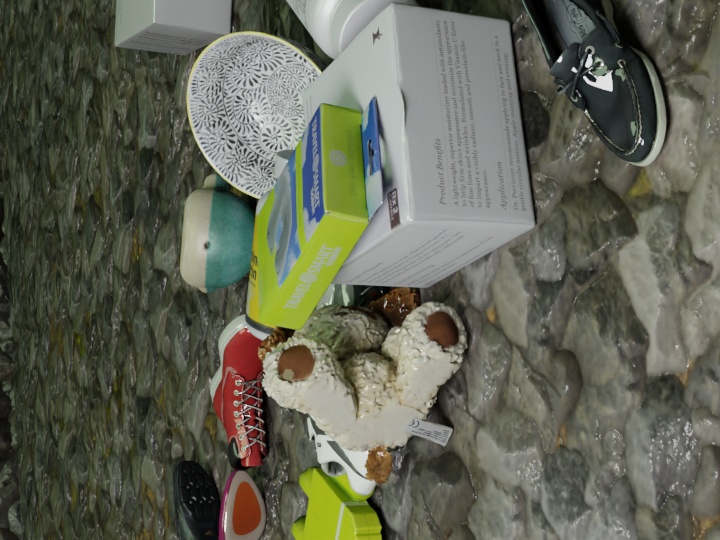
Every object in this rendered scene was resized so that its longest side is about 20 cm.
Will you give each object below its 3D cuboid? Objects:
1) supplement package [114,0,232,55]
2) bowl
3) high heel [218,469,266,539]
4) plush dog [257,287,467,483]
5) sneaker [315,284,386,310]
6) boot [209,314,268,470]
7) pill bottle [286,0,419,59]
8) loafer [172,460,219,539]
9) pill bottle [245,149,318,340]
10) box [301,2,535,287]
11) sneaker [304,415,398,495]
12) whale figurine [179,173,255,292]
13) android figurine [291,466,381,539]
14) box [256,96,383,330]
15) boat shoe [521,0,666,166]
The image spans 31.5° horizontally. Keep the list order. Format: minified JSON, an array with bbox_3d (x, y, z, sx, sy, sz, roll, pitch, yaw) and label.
[{"bbox_3d":[-0.274,-0.394,1.859,0.199,0.118,0.123,-2,86,63],"label":"supplement package"},{"bbox_3d":[-0.091,-0.190,1.466,0.198,0.094,0.203,13,121,21],"label":"bowl"},{"bbox_3d":[-0.170,0.350,1.642,0.096,0.067,0.203,6,96,53],"label":"high heel"},{"bbox_3d":[-0.005,0.095,1.243,0.172,0.197,0.162,-118,18,-54],"label":"plush dog"},{"bbox_3d":[0.000,0.000,1.340,0.079,0.073,0.203,22,113,50],"label":"sneaker"},{"bbox_3d":[-0.136,0.159,1.596,0.201,0.071,0.146,110,149,-48],"label":"boot"},{"bbox_3d":[-0.011,-0.285,1.324,0.201,0.112,0.114,59,138,48],"label":"pill bottle"},{"bbox_3d":[-0.226,0.360,1.759,0.070,0.067,0.202,-48,49,39],"label":"loafer"},{"bbox_3d":[-0.064,-0.025,1.405,0.112,0.111,0.203,35,121,59],"label":"pill bottle"},{"bbox_3d":[0.047,-0.106,1.173,0.200,0.129,0.202,-32,60,59],"label":"box"},{"bbox_3d":[-0.029,0.166,1.353,0.089,0.073,0.200,-66,30,11],"label":"sneaker"},{"bbox_3d":[-0.182,-0.048,1.700,0.200,0.102,0.162,-99,15,-81],"label":"whale figurine"},{"bbox_3d":[-0.022,0.295,1.380,0.200,0.041,0.185,32,116,61],"label":"android figurine"},{"bbox_3d":[-0.040,-0.051,1.132,0.201,0.047,0.123,124,149,-48],"label":"box"},{"bbox_3d":[0.173,-0.164,0.991,0.075,0.065,0.202,-52,43,49],"label":"boat shoe"}]
